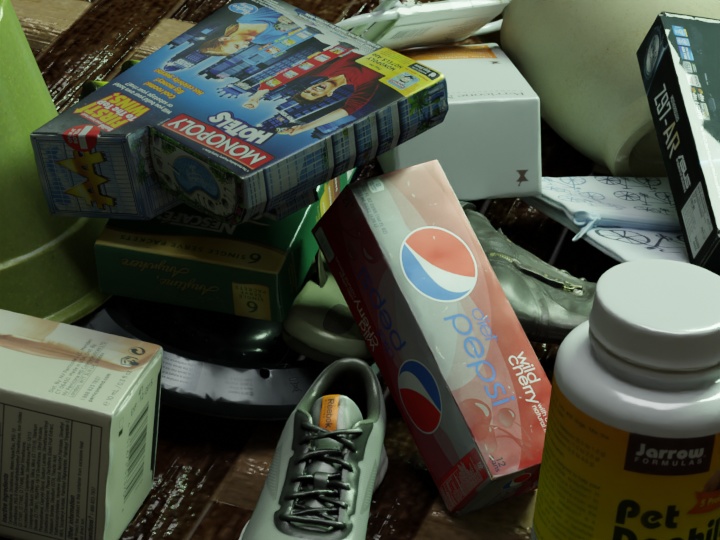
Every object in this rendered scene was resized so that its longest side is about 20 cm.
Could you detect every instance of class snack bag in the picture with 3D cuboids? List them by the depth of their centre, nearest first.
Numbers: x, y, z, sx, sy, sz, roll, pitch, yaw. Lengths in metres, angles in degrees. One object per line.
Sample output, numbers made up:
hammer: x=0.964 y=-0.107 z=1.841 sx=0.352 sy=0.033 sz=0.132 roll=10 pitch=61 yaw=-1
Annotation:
snack bag: x=0.223 y=-0.030 z=1.746 sx=0.188 sy=0.021 sz=0.200 roll=1 pitch=18 yaw=-24

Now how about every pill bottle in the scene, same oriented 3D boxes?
pill bottle: x=0.153 y=0.098 z=1.395 sx=0.109 sy=0.200 sz=0.109 roll=4 pitch=30 yaw=-2

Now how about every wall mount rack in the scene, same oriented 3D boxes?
wall mount rack: x=0.025 y=-0.194 z=1.871 sx=0.200 sy=0.174 sz=0.075 roll=-11 pitch=77 yaw=-35

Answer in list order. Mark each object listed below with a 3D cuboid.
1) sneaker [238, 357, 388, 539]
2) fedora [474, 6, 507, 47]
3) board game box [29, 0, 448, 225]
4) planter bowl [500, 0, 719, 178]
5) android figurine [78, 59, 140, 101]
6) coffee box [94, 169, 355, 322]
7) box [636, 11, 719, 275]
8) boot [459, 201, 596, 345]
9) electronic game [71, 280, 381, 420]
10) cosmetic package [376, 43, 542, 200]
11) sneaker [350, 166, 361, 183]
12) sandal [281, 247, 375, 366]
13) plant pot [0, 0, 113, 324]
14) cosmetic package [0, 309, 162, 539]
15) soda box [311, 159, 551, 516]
sneaker: x=-0.026 y=0.121 z=1.449 sx=0.074 sy=0.079 sz=0.200 roll=9 pitch=32 yaw=3
fedora: x=0.178 y=-0.195 z=1.964 sx=0.200 sy=0.201 sz=0.082 roll=-4 pitch=60 yaw=-15
board game box: x=-0.082 y=-0.081 z=1.536 sx=0.200 sy=0.062 sz=0.200 roll=-29 pitch=35 yaw=-26
planter bowl: x=0.215 y=-0.143 z=1.851 sx=0.200 sy=0.200 sz=0.135 roll=-7 pitch=58 yaw=-20
android figurine: x=-0.090 y=-0.124 z=1.809 sx=0.200 sy=0.041 sz=0.182 roll=-2 pitch=-9 yaw=-31
coffee box: x=-0.075 y=-0.054 z=1.611 sx=0.123 sy=0.044 sz=0.200 roll=11 pitch=43 yaw=15
box: x=0.279 y=-0.076 z=1.706 sx=0.160 sy=0.044 sz=0.200 roll=7 pitch=49 yaw=-18
boot: x=0.135 y=0.021 z=1.652 sx=0.174 sy=0.069 sz=0.200 roll=10 pitch=20 yaw=-2
electronic game: x=-0.083 y=0.041 z=1.610 sx=0.200 sy=0.042 sz=0.200 roll=9 pitch=23 yaw=-4
cosmetic package: x=0.062 y=-0.106 z=1.803 sx=0.101 sy=0.071 sz=0.200 roll=-3 pitch=16 yaw=-5
sneaker: x=-0.043 y=-0.065 z=1.744 sx=0.112 sy=0.073 sz=0.200 roll=-6 pitch=21 yaw=-19
sandal: x=0.001 y=0.001 z=1.612 sx=0.080 sy=0.057 sz=0.201 roll=12 pitch=23 yaw=2
plant pot: x=-0.257 y=-0.072 z=1.587 sx=0.200 sy=0.190 sz=0.200 roll=-9 pitch=26 yaw=5
cosmetic package: x=-0.221 y=0.081 z=1.463 sx=0.200 sy=0.103 sz=0.087 roll=13 pitch=29 yaw=10
soda box: x=0.050 y=0.039 z=1.519 sx=0.070 sy=0.063 sz=0.200 roll=-16 pitch=71 yaw=-31
